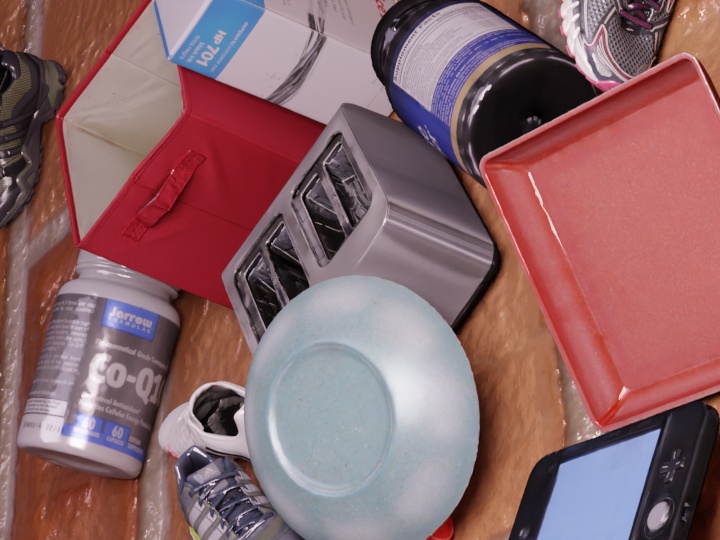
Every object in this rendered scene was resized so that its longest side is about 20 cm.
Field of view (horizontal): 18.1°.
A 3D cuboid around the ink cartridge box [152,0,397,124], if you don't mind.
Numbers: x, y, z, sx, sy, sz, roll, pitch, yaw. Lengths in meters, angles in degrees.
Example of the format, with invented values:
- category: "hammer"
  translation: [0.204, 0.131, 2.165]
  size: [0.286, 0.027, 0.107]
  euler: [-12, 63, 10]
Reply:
- category: "ink cartridge box"
  translation: [-0.065, -0.209, 1.855]
  size: [0.086, 0.200, 0.147]
  euler: [-50, 35, 27]

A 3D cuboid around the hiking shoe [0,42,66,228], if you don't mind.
- category: "hiking shoe"
  translation: [-0.388, -0.142, 2.391]
  size: [0.076, 0.101, 0.200]
  euler: [-4, 67, 56]

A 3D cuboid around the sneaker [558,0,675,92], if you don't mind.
- category: "sneaker"
  translation: [0.197, -0.217, 1.582]
  size: [0.075, 0.081, 0.200]
  euler: [-7, 65, 53]

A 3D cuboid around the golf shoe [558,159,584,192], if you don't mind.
- category: "golf shoe"
  translation: [0.172, -0.047, 1.502]
  size: [0.200, 0.092, 0.073]
  euler: [14, 81, 57]

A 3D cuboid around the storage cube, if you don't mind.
- category: "storage cube"
  translation: [-0.131, -0.102, 1.908]
  size: [0.171, 0.180, 0.200]
  euler: [-48, 35, 28]

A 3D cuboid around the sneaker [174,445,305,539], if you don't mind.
- category: "sneaker"
  translation: [-0.099, 0.190, 1.731]
  size: [0.074, 0.081, 0.200]
  euler: [-35, 20, -17]

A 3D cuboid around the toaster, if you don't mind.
- category: "toaster"
  translation: [0.000, 0.000, 1.704]
  size: [0.181, 0.119, 0.200]
  euler: [-54, 34, 22]

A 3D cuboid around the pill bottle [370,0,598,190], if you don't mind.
- category: "pill bottle"
  translation: [0.085, -0.137, 1.669]
  size: [0.112, 0.112, 0.200]
  euler: [-61, 32, 10]

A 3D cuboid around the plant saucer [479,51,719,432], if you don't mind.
- category: "plant saucer"
  translation: [0.188, -0.017, 1.430]
  size: [0.200, 0.037, 0.200]
  euler: [-27, 87, 48]

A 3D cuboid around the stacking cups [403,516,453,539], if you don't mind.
- category: "stacking cups"
  translation: [-0.012, 0.228, 1.638]
  size: [0.200, 0.060, 0.061]
  euler: [-38, 42, 36]

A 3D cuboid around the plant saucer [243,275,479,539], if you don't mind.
- category: "plant saucer"
  translation: [-0.011, 0.103, 1.582]
  size: [0.201, 0.039, 0.201]
  euler: [0, 89, 33]

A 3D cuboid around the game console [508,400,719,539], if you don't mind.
- category: "game console"
  translation: [0.105, 0.155, 1.402]
  size: [0.200, 0.116, 0.176]
  euler: [-28, 37, 57]

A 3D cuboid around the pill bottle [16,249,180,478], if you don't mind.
- category: "pill bottle"
  translation: [-0.224, 0.075, 1.998]
  size: [0.114, 0.114, 0.200]
  euler: [-6, 66, 55]

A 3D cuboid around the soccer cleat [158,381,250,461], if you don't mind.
- category: "soccer cleat"
  translation: [-0.116, 0.121, 1.825]
  size: [0.200, 0.085, 0.069]
  euler: [2, 60, 55]
